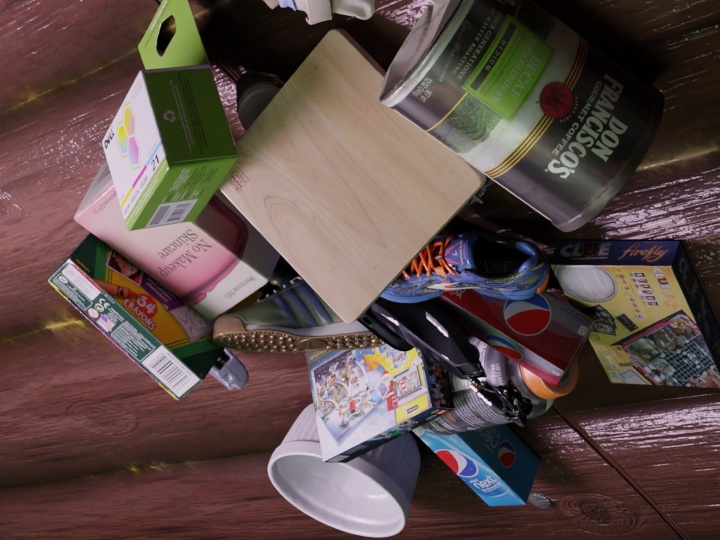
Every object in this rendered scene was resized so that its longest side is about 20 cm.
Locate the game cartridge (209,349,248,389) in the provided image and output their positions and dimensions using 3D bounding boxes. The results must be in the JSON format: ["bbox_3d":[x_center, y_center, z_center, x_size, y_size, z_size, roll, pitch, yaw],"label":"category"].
[{"bbox_3d":[-0.227,0.062,1.901,0.200,0.041,0.133,50,166,-23],"label":"game cartridge"}]

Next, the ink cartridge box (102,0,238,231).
[{"bbox_3d":[-0.199,-0.161,1.468,0.075,0.201,0.148,-10,162,-28],"label":"ink cartridge box"}]

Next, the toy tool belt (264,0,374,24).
[{"bbox_3d":[-0.058,-0.295,1.246,0.122,0.125,0.201,0,140,21],"label":"toy tool belt"}]

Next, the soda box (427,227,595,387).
[{"bbox_3d":[0.141,0.037,1.593,0.199,0.070,0.063,32,163,10],"label":"soda box"}]

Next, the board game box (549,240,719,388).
[{"bbox_3d":[0.293,0.047,1.573,0.135,0.035,0.200,1,140,34],"label":"board game box"}]

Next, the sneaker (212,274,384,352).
[{"bbox_3d":[-0.067,0.041,1.720,0.198,0.091,0.067,-1,156,-3],"label":"sneaker"}]

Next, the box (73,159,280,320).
[{"bbox_3d":[-0.191,-0.060,1.676,0.200,0.109,0.128,38,138,-18],"label":"box"}]

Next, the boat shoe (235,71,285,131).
[{"bbox_3d":[-0.054,-0.126,1.543,0.072,0.060,0.202,-39,125,10],"label":"boat shoe"}]

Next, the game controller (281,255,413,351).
[{"bbox_3d":[0.000,0.000,1.644,0.200,0.105,0.042,39,150,-19],"label":"game controller"}]

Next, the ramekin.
[{"bbox_3d":[-0.014,0.258,2.025,0.199,0.105,0.201,18,147,12],"label":"ramekin"}]

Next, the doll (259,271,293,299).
[{"bbox_3d":[-0.087,0.055,1.837,0.199,0.049,0.137,-5,135,32],"label":"doll"}]

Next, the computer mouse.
[{"bbox_3d":[0.106,0.088,1.598,0.199,0.046,0.140,34,173,24],"label":"computer mouse"}]

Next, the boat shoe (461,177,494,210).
[{"bbox_3d":[0.095,-0.093,1.486,0.074,0.062,0.200,35,145,-12],"label":"boat shoe"}]

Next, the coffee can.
[{"bbox_3d":[0.136,-0.148,1.297,0.199,0.147,0.146,33,147,-12],"label":"coffee can"}]

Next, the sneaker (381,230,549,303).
[{"bbox_3d":[0.094,-0.013,1.532,0.198,0.076,0.079,-3,162,0],"label":"sneaker"}]

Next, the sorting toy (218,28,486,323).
[{"bbox_3d":[-0.006,-0.092,1.449,0.200,0.070,0.199,46,114,7],"label":"sorting toy"}]

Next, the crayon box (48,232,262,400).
[{"bbox_3d":[-0.230,0.019,1.734,0.200,0.173,0.058,44,130,-10],"label":"crayon box"}]

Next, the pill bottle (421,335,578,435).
[{"bbox_3d":[0.150,0.121,1.711,0.106,0.107,0.199,42,144,-25],"label":"pill bottle"}]

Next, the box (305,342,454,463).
[{"bbox_3d":[0.019,0.127,1.756,0.038,0.138,0.200,9,152,-39],"label":"box"}]

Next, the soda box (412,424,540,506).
[{"bbox_3d":[0.137,0.209,1.883,0.064,0.068,0.200,-12,132,44],"label":"soda box"}]
